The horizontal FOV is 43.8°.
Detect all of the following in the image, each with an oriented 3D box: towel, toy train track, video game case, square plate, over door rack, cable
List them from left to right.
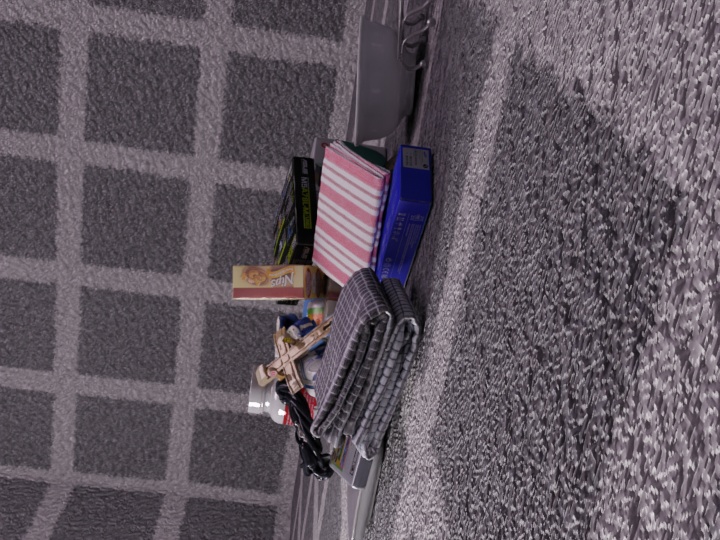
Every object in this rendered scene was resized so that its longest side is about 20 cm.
[{"bbox_3d":[-0.095,0.242,1.393,0.200,0.051,0.163,179,67,-81],"label":"cable"},{"bbox_3d":[-0.084,0.102,1.315,0.200,0.033,0.115,-38,48,17],"label":"toy train track"},{"bbox_3d":[-0.013,-0.069,1.272,0.146,0.030,0.200,39,129,48],"label":"towel"},{"bbox_3d":[-0.002,0.111,1.128,0.166,0.085,0.200,-118,47,-71],"label":"towel"},{"bbox_3d":[0.007,0.279,1.331,0.198,0.028,0.200,-94,12,-63],"label":"square plate"},{"bbox_3d":[0.007,0.189,1.243,0.182,0.022,0.200,164,122,-78],"label":"video game case"},{"bbox_3d":[0.071,-0.411,1.291,0.148,0.066,0.200,-88,-14,-46],"label":"over door rack"}]

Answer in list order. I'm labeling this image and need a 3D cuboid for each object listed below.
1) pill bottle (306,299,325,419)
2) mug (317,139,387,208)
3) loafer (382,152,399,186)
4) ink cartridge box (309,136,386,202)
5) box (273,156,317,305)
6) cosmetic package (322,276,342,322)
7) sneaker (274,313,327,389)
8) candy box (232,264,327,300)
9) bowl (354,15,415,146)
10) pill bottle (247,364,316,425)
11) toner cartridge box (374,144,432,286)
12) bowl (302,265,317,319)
[{"bbox_3d":[-0.034,0.151,1.472,0.111,0.111,0.200,129,142,-81],"label":"pill bottle"},{"bbox_3d":[-0.013,-0.129,1.588,0.152,0.114,0.185,151,133,-83],"label":"mug"},{"bbox_3d":[0.031,-0.103,1.306,0.076,0.068,0.200,-47,5,-39],"label":"loafer"},{"bbox_3d":[-0.033,-0.147,1.732,0.084,0.145,0.200,111,166,-63],"label":"ink cartridge box"},{"bbox_3d":[-0.118,-0.069,1.610,0.200,0.047,0.193,114,153,-52],"label":"box"},{"bbox_3d":[0.000,0.000,1.402,0.087,0.103,0.200,107,167,-69],"label":"cosmetic package"},{"bbox_3d":[-0.080,0.119,1.363,0.200,0.075,0.088,14,113,55],"label":"sneaker"},{"bbox_3d":[-0.114,0.020,1.431,0.200,0.115,0.055,8,-99,-76],"label":"candy box"},{"bbox_3d":[0.038,-0.293,1.403,0.201,0.090,0.201,-177,90,-89],"label":"bowl"},{"bbox_3d":[-0.093,0.217,1.570,0.112,0.200,0.112,-173,90,-85],"label":"pill bottle"},{"bbox_3d":[0.055,-0.064,1.198,0.200,0.043,0.095,104,172,-54],"label":"toner cartridge box"},{"bbox_3d":[-0.034,0.033,1.615,0.201,0.039,0.201,-50,-28,-39],"label":"bowl"}]
